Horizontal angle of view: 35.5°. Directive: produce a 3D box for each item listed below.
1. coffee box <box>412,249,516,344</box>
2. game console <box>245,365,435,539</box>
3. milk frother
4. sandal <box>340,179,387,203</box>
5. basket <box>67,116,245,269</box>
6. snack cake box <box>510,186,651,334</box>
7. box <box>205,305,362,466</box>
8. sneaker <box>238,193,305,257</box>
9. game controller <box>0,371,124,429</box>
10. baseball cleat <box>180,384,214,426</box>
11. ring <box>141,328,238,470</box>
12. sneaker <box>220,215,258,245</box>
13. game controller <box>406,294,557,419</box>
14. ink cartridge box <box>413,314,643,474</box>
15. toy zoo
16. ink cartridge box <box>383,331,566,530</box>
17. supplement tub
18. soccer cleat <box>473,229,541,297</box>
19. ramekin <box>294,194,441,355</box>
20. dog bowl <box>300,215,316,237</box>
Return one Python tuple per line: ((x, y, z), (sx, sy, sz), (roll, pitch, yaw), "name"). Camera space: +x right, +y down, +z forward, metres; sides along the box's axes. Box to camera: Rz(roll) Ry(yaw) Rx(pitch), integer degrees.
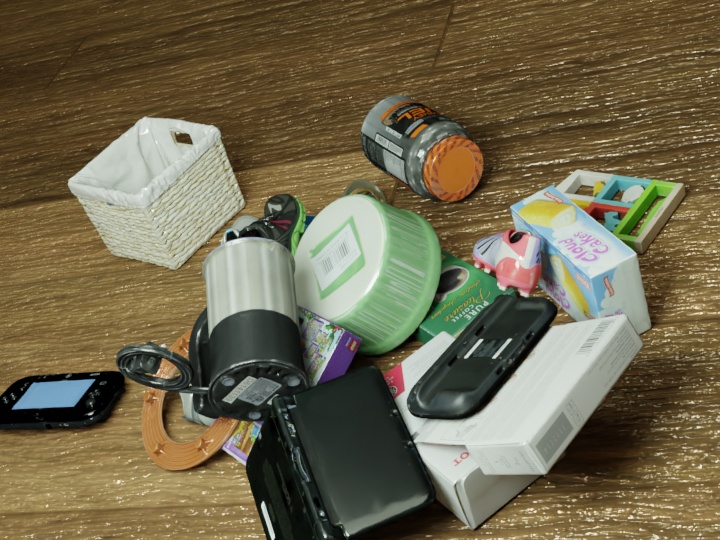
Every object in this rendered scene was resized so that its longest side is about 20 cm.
((0.102, 0.037, 1.482), (0.123, 0.044, 0.199), (-36, 36, -19), "coffee box")
((-0.029, 0.231, 1.229), (0.115, 0.177, 0.201), (6, 37, -28), "game console")
((-0.173, 0.061, 1.306), (0.179, 0.200, 0.190), (-28, 46, 19), "milk frother")
((0.002, -0.088, 1.655), (0.080, 0.054, 0.200), (27, 30, 0), "sandal")
((-0.329, -0.127, 1.838), (0.197, 0.162, 0.200), (12, 46, 39), "basket")
((0.269, -0.006, 1.386), (0.067, 0.116, 0.200), (-25, 34, -9), "snack cake box")
((-0.095, 0.145, 1.373), (0.136, 0.039, 0.202), (24, 84, 46), "box")
((-0.126, -0.052, 1.565), (0.077, 0.083, 0.201), (-59, 17, 29), "sneaker")
((-0.426, 0.180, 1.571), (0.198, 0.042, 0.105), (-5, 38, 23), "game controller")
((-0.181, 0.110, 1.493), (0.105, 0.070, 0.201), (4, 54, 34), "baseball cleat")
((-0.215, 0.155, 1.436), (0.199, 0.019, 0.202), (-23, 53, 33), "ring")
((-0.178, -0.040, 1.705), (0.074, 0.087, 0.201), (-19, 33, 6), "sneaker")
((0.135, 0.094, 1.235), (0.104, 0.042, 0.200), (5, 40, 46), "game controller")
((0.176, 0.130, 1.175), (0.200, 0.045, 0.175), (-44, 17, -31), "ink cartridge box")
((0.327, -0.086, 1.544), (0.199, 0.021, 0.131), (12, 47, 40), "toy zoo")
((0.110, 0.174, 1.257), (0.145, 0.084, 0.200), (-34, 37, -18), "ink cartridge box")
((0.094, -0.184, 1.715), (0.122, 0.123, 0.200), (-32, 36, -15), "supplement tub")
((0.191, -0.023, 1.427), (0.066, 0.077, 0.200), (18, 11, -7), "soccer cleat")
((0.000, 0.000, 1.459), (0.199, 0.097, 0.202), (-24, 55, 38), "ramekin")
((-0.102, 0.003, 1.621), (0.110, 0.050, 0.200), (17, 48, 25), "dog bowl")
